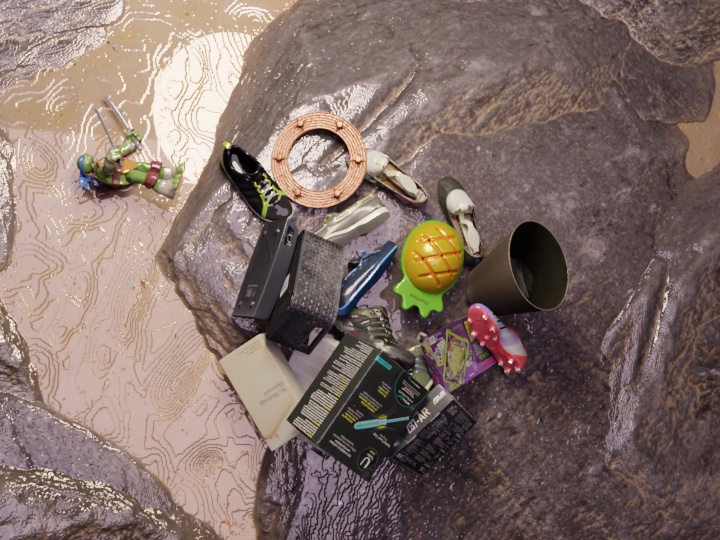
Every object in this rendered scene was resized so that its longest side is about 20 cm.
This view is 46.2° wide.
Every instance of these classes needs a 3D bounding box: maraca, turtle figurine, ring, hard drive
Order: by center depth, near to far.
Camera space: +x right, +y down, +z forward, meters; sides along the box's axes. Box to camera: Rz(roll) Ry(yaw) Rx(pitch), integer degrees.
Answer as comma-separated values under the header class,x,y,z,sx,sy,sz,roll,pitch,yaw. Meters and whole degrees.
class,x,y,z,sx,sy,sz,roll,pitch,yaw
turtle figurine,-0.431,-0.226,1.606,0.192,0.144,0.202,18,83,-15
hard drive,-0.184,0.001,1.647,0.042,0.134,0.202,23,77,-26
ring,-0.085,-0.229,1.729,0.198,0.019,0.203,0,83,2
maraca,0.142,-0.005,1.736,0.136,0.107,0.202,22,79,-11

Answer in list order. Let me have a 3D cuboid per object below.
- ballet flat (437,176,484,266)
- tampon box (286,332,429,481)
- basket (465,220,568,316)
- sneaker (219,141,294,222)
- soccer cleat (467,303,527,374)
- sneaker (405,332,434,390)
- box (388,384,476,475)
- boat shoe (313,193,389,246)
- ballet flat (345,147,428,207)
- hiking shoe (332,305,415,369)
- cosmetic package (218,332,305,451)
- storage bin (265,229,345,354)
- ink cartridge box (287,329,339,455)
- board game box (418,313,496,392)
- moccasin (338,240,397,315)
class,x,y,z,sx,sy,sz,roll,pitch,yaw
ballet flat,0.221,-0.110,1.788,0.067,0.068,0.202,-20,88,-14
tampon box,-0.005,0.248,1.545,0.150,0.126,0.201,43,78,-32
basket,0.308,0.015,1.717,0.134,0.200,0.183,-5,77,-24
sneaker,-0.211,-0.172,1.682,0.200,0.083,0.072,45,76,-5
soccer cleat,0.285,0.132,1.755,0.200,0.066,0.077,51,45,-25
sneaker,0.112,0.200,1.699,0.089,0.067,0.200,35,44,7
box,0.135,0.314,1.640,0.160,0.200,0.044,-44,60,0
boat shoe,-0.039,-0.090,1.724,0.200,0.072,0.061,-28,69,-8
ballet flat,0.061,-0.201,1.758,0.199,0.071,0.070,34,78,-7
hiking shoe,0.036,0.119,1.683,0.199,0.076,0.101,29,70,21
cosmetic package,-0.174,0.231,1.625,0.103,0.073,0.201,-33,85,9
storage bin,-0.105,0.041,1.615,0.093,0.135,0.202,23,45,-17
ink cartridge box,-0.080,0.236,1.669,0.160,0.050,0.202,27,97,12
board game box,0.201,0.165,1.717,0.199,0.032,0.121,-20,85,-50
moccasin,0.000,0.000,1.705,0.068,0.081,0.200,34,57,16
